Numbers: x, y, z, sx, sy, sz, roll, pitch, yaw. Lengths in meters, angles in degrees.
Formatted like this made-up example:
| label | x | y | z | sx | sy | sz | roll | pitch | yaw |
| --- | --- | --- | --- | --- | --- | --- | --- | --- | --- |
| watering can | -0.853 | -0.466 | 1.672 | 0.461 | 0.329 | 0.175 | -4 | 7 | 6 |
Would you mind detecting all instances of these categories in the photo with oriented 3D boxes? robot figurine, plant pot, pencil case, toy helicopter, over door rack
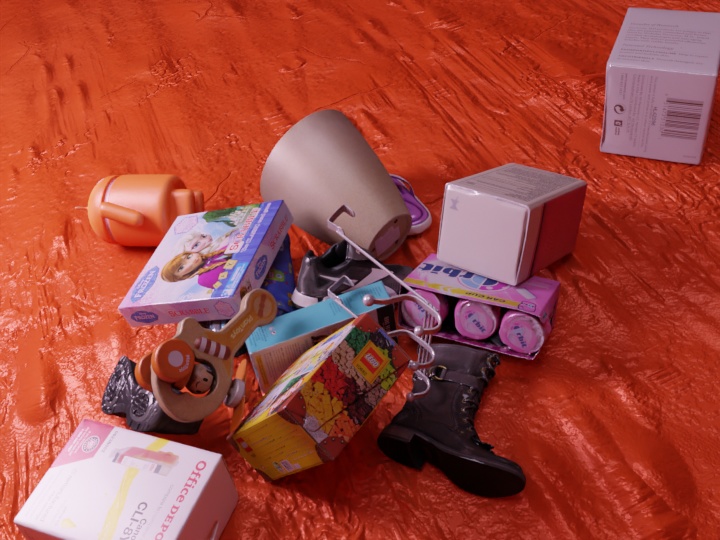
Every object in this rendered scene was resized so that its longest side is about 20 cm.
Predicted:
| label | x | y | z | sx | sy | sz | roll | pitch | yaw |
| --- | --- | --- | --- | --- | --- | --- | --- | --- | --- |
| robot figurine | -0.354 | -0.098 | 1.279 | 0.196 | 0.118 | 0.145 | 1 | 44 | 12 |
| plant pot | -0.020 | -0.109 | 1.204 | 0.186 | 0.188 | 0.200 | -34 | 63 | -25 |
| pencil case | -0.136 | 0.016 | 1.144 | 0.086 | 0.079 | 0.202 | 11 | 38 | -21 |
| toy helicopter | -0.161 | 0.101 | 0.945 | 0.079 | 0.133 | 0.200 | -29 | 15 | 52 |
| over door rack | 0.013 | 0.046 | 0.931 | 0.066 | 0.149 | 0.200 | -27 | 57 | -22 |

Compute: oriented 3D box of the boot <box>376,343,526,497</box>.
| label | x | y | z | sx | sy | sz | roll | pitch | yaw |
| --- | --- | --- | --- | --- | --- | --- | --- | --- | --- |
| boot | 0.128 | 0.164 | 0.946 | 0.197 | 0.070 | 0.175 | 15 | 49 | 27 |

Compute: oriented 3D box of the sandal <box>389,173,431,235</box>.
| label | x | y | z | sx | sy | sz | roll | pitch | yaw |
| --- | --- | --- | --- | --- | --- | --- | --- | --- | --- |
| sandal | 0.047 | -0.129 | 1.284 | 0.082 | 0.050 | 0.202 | -31 | 47 | -22 |

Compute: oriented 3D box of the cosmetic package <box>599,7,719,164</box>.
| label | x | y | z | sx | sy | sz | roll | pitch | yaw |
| --- | --- | --- | --- | --- | --- | --- | --- | --- | --- |
| cosmetic package | 0.499 | -0.307 | 1.301 | 0.164 | 0.169 | 0.201 | 11 | 46 | 22 |

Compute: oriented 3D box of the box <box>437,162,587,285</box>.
| label | x | y | z | sx | sy | sz | roll | pitch | yaw |
| --- | --- | --- | --- | --- | --- | --- | --- | --- | --- |
| box | 0.212 | -0.070 | 1.094 | 0.127 | 0.111 | 0.199 | 20 | 26 | 32 |

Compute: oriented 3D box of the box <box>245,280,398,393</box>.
| label | x | y | z | sx | sy | sz | roll | pitch | yaw |
| --- | --- | --- | --- | --- | --- | --- | --- | --- | --- |
| box | -0.051 | 0.088 | 1.050 | 0.197 | 0.083 | 0.049 | -19 | 43 | -10 |

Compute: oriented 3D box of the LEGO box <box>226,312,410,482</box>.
| label | x | y | z | sx | sy | sz | roll | pitch | yaw |
| --- | --- | --- | --- | --- | --- | --- | --- | --- | --- |
| LEGO box | -0.052 | 0.150 | 0.902 | 0.077 | 0.200 | 0.149 | 46 | 56 | -5 |

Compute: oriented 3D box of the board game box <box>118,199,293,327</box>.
| label | x | y | z | sx | sy | sz | roll | pitch | yaw |
| --- | --- | --- | --- | --- | --- | --- | --- | --- | --- |
| board game box | -0.215 | -0.011 | 1.117 | 0.197 | 0.041 | 0.201 | -7 | 40 | 26 |

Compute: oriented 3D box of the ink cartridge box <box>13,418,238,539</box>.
| label | x | y | z | sx | sy | sz | roll | pitch | yaw |
| --- | --- | --- | --- | --- | --- | --- | --- | --- | --- |
| ink cartridge box | -0.260 | 0.267 | 0.898 | 0.197 | 0.084 | 0.146 | 9 | 46 | 19 |

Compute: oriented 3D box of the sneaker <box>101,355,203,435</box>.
| label | x | y | z | sx | sy | sz | roll | pitch | yaw |
| --- | --- | --- | --- | --- | --- | --- | --- | --- | --- |
| sneaker | -0.269 | 0.170 | 1.016 | 0.199 | 0.090 | 0.077 | 21 | 84 | 54 |

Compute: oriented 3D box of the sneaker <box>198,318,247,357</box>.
| label | x | y | z | sx | sy | sz | roll | pitch | yaw |
| --- | --- | --- | --- | --- | --- | --- | --- | --- | --- |
| sneaker | -0.214 | 0.066 | 1.124 | 0.094 | 0.080 | 0.201 | -24 | 35 | 1 |

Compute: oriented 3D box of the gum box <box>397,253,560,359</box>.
| label | x | y | z | sx | sy | sz | roll | pitch | yaw |
| --- | --- | --- | --- | --- | --- | --- | --- | --- | --- |
| gum box | 0.162 | 0.045 | 1.041 | 0.197 | 0.067 | 0.113 | 13 | 26 | 23 |

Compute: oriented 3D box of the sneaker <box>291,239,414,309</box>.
| label | x | y | z | sx | sy | sz | roll | pitch | yaw |
| --- | --- | --- | --- | --- | --- | --- | --- | --- | --- |
| sneaker | 0.000 | 0.000 | 1.093 | 0.197 | 0.092 | 0.066 | -6 | 25 | -28 |
